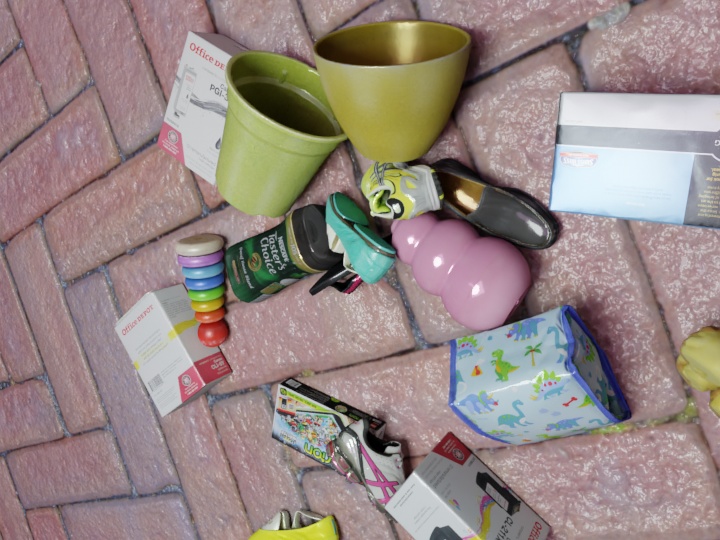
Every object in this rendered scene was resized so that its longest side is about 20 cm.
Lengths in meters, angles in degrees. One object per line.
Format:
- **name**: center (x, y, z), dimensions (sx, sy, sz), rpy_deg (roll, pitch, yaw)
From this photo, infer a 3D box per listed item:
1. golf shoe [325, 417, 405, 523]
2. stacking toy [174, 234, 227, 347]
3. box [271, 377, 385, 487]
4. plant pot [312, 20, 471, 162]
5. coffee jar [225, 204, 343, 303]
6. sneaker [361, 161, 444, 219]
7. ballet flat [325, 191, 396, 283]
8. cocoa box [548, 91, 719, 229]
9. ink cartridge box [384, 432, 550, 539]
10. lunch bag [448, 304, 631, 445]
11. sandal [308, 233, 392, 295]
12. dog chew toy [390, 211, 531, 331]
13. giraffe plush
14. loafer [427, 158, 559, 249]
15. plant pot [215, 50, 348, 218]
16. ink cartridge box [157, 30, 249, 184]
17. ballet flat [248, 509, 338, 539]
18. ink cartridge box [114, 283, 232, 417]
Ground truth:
- **golf shoe**: center (0.041, 0.316, 0.966), dimensions (0.092, 0.073, 0.200), rpy_deg (-42, 106, 9)
- **stacking toy**: center (-0.277, 0.041, 1.117), dimensions (0.085, 0.085, 0.202), rpy_deg (6, 110, 29)
- **box**: center (-0.058, 0.272, 1.056), dimensions (0.198, 0.035, 0.111), rpy_deg (19, 110, 26)
- **plant pot**: center (0.044, -0.228, 0.815), dimensions (0.198, 0.200, 0.143), rpy_deg (15, 130, 27)
- **coffee jar**: center (-0.122, -0.026, 0.996), dimensions (0.199, 0.085, 0.105), rpy_deg (-25, 74, 32)
- **sneaker**: center (0.036, -0.111, 0.846), dimensions (0.200, 0.076, 0.076), rpy_deg (22, 133, 68)
- **ballet flat**: center (-0.015, -0.045, 0.894), dimensions (0.071, 0.067, 0.200), rpy_deg (-58, 35, 17)
- **cocoa box**: center (0.325, -0.125, 0.686), dimensions (0.198, 0.133, 0.133), rpy_deg (10, 106, 28)
- **ink cartridge box**: center (0.155, 0.351, 0.883), dimensions (0.200, 0.145, 0.083), rpy_deg (41, 116, 16)
- **lunch bag**: center (0.231, 0.154, 0.797), dimensions (0.169, 0.128, 0.200), rpy_deg (-22, 128, 32)
- **sandal**: center (0.000, 0.000, 0.945), dimensions (0.199, 0.075, 0.045), rpy_deg (-29, 104, 28)
- **dog chew toy**: center (0.125, -0.010, 0.832), dimensions (0.199, 0.124, 0.125), rpy_deg (36, 116, 17)
- **giraffe plush**: center (0.461, 0.095, 0.656), dimensions (0.162, 0.200, 0.173), rpy_deg (-39, 75, 1)
- **loafer**: center (0.165, -0.083, 0.825), dimensions (0.199, 0.072, 0.073), rpy_deg (30, 113, 21)
- **plant pot**: center (-0.130, -0.187, 0.923), dimensions (0.200, 0.200, 0.185), rpy_deg (45, 130, 14)
- **ink cartridge box**: center (-0.234, -0.264, 1.015), dimensions (0.146, 0.083, 0.201), rpy_deg (34, 116, 20)
- **ballet flat**: center (-0.125, 0.472, 1.131), dimensions (0.198, 0.067, 0.068), rpy_deg (-13, 73, 29)
- **ink cartridge box**: center (-0.356, 0.148, 1.176), dimensions (0.145, 0.083, 0.201), rpy_deg (-35, 82, 31)
